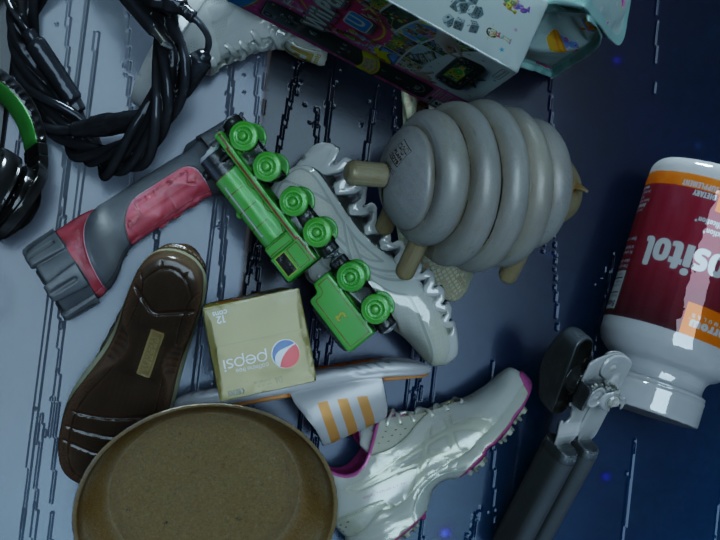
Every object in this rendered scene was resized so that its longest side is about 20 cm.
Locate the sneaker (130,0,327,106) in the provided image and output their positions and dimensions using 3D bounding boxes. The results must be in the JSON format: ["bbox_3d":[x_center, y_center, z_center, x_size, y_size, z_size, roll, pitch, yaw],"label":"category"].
[{"bbox_3d":[-0.083,-0.184,1.004,0.115,0.074,0.201,36,81,-4],"label":"sneaker"}]

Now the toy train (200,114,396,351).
[{"bbox_3d":[-0.048,-0.026,0.959,0.056,0.042,0.201,-38,88,9],"label":"toy train"}]

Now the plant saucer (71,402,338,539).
[{"bbox_3d":[-0.117,0.177,0.975,0.198,0.036,0.202,-4,117,-8],"label":"plant saucer"}]

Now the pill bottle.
[{"bbox_3d":[0.261,0.020,1.041,0.112,0.113,0.202,19,85,-9],"label":"pill bottle"}]

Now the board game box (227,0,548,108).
[{"bbox_3d":[0.014,-0.195,0.925,0.199,0.147,0.065,27,78,-10],"label":"board game box"}]

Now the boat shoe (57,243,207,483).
[{"bbox_3d":[-0.167,0.071,0.983,0.074,0.075,0.203,28,107,-8],"label":"boat shoe"}]

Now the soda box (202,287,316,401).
[{"bbox_3d":[-0.077,0.049,0.933,0.067,0.200,0.065,-12,90,-7],"label":"soda box"}]

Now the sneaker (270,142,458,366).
[{"bbox_3d":[0.000,0.000,1.011,0.081,0.075,0.201,-37,88,-19],"label":"sneaker"}]

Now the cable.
[{"bbox_3d":[-0.197,-0.165,0.964,0.200,0.051,0.164,38,116,25],"label":"cable"}]

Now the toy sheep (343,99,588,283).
[{"bbox_3d":[0.078,-0.060,0.938,0.198,0.138,0.139,-1,89,-29],"label":"toy sheep"}]

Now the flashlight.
[{"bbox_3d":[-0.159,-0.042,0.989,0.199,0.068,0.068,-32,107,-10],"label":"flashlight"}]

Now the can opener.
[{"bbox_3d":[0.156,0.140,1.018,0.052,0.066,0.202,0,119,-40],"label":"can opener"}]

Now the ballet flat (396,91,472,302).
[{"bbox_3d":[0.061,-0.074,1.032,0.067,0.062,0.202,-6,90,-10],"label":"ballet flat"}]

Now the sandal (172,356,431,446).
[{"bbox_3d":[-0.044,0.108,1.004,0.205,0.079,0.060,-10,89,-1],"label":"sandal"}]

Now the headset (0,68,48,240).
[{"bbox_3d":[-0.296,-0.055,0.936,0.123,0.094,0.202,11,67,-38],"label":"headset"}]

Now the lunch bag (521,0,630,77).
[{"bbox_3d":[0.154,-0.254,0.985,0.121,0.200,0.172,14,85,-10],"label":"lunch bag"}]

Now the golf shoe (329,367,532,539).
[{"bbox_3d":[0.049,0.135,1.021,0.200,0.075,0.092,-41,89,-12],"label":"golf shoe"}]
